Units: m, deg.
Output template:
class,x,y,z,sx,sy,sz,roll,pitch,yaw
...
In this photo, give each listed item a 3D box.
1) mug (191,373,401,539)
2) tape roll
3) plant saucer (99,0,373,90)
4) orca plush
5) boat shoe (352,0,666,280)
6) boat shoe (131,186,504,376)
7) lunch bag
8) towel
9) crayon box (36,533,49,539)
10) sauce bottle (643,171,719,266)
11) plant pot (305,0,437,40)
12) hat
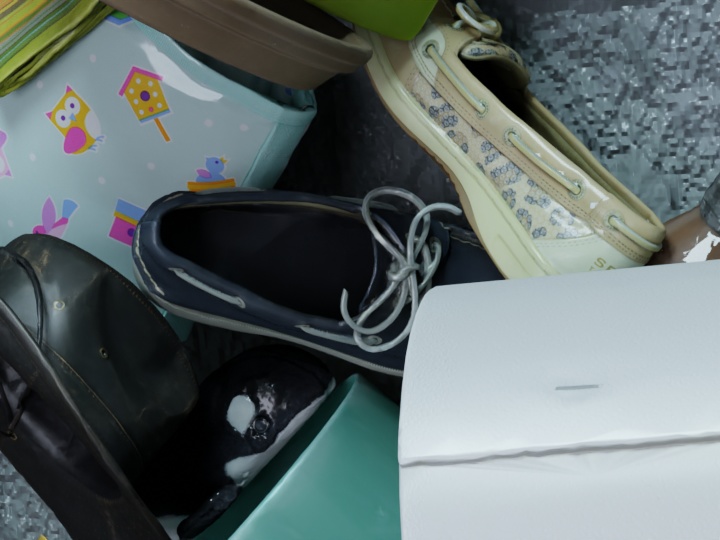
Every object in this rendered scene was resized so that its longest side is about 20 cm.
class,x,y,z,sx,sy,sz,roll,pitch,yaw
mug,-0.020,0.152,1.045,0.114,0.152,0.185,42,93,-4
tape roll,0.102,0.099,0.875,0.139,0.203,0.204,-6,96,14
plant saucer,-0.088,-0.124,0.928,0.200,0.200,0.030,33,99,25
orca plush,-0.088,0.081,1.118,0.071,0.105,0.200,42,149,-4
boat shoe,0.063,-0.066,0.998,0.063,0.073,0.200,-46,61,25
boat shoe,0.000,0.000,1.009,0.199,0.062,0.075,14,78,-7
lunch bag,-0.115,-0.075,1.098,0.200,0.122,0.171,48,120,24
towel,-0.175,-0.182,1.059,0.086,0.018,0.201,-35,67,23
crayon box,-0.150,0.247,1.223,0.127,0.051,0.200,40,119,22
sauce bottle,0.135,0.024,0.982,0.065,0.065,0.200,39,116,22
plant pot,-0.051,-0.233,0.952,0.199,0.181,0.201,38,110,35
hat,-0.127,0.043,1.028,0.200,0.081,0.201,39,155,22
